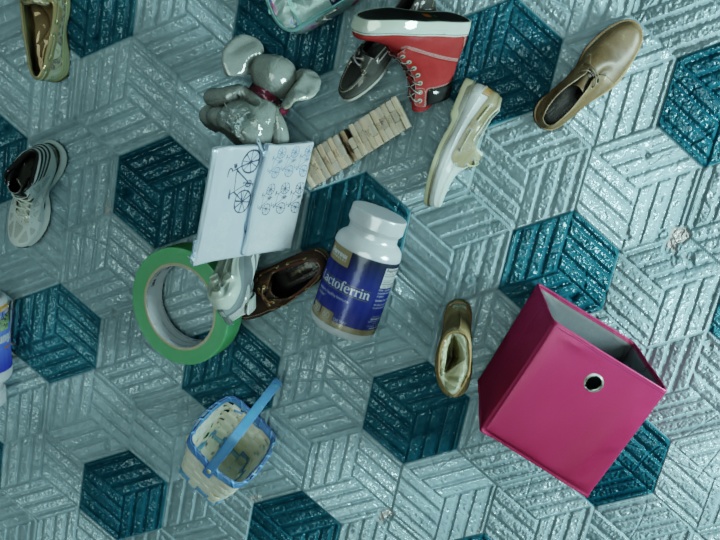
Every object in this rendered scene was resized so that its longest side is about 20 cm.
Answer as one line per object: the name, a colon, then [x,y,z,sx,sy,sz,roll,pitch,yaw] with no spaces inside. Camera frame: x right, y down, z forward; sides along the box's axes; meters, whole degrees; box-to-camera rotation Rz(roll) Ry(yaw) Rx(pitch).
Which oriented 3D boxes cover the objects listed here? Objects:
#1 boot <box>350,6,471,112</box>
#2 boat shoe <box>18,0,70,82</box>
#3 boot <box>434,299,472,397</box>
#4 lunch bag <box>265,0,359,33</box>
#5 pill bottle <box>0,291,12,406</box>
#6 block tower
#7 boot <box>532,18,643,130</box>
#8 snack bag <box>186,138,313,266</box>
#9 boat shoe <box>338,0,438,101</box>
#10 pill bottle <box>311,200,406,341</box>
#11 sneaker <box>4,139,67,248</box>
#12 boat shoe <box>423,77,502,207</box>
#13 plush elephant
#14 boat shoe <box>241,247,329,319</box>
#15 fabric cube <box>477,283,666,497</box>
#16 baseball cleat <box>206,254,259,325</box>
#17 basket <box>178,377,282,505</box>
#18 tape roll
boot: [0.065,-0.301,1.045,0.196,0.073,0.147,-7,127,-32]
boat shoe: [-0.516,-0.413,1.163,0.071,0.063,0.206,-2,102,10]
boot: [0.144,0.148,1.121,0.064,0.200,0.180,0,103,8]
lunch bag: [-0.092,-0.468,1.077,0.157,0.077,0.204,-24,98,13]
pill bottle: [-0.692,0.146,1.296,0.109,0.112,0.206,4,105,7]
block tower: [-0.013,-0.202,1.140,0.197,0.058,0.055,-29,98,16]
boot: [0.342,-0.285,1.056,0.074,0.076,0.200,43,104,-2]
snack bag: [-0.161,-0.104,1.075,0.021,0.198,0.193,33,118,32]
boat shoe: [0.031,-0.347,1.086,0.199,0.067,0.057,-43,138,9]
pill bottle: [0.000,0.000,1.154,0.113,0.116,0.204,20,105,3]
sneaker: [-0.577,-0.124,1.212,0.074,0.115,0.204,26,106,1]
boat shoe: [0.156,-0.188,1.107,0.067,0.075,0.204,22,105,8]
plush elephant: [-0.151,-0.263,1.098,0.163,0.200,0.156,37,83,-3]
boat shoe: [-0.141,0.025,1.205,0.198,0.070,0.071,-33,100,16]
fabric cube: [0.311,0.176,1.104,0.194,0.200,0.202,31,106,-1]
baseball cleat: [-0.196,-0.003,1.173,0.068,0.203,0.108,3,139,20]
basket: [-0.217,0.289,1.224,0.139,0.176,0.200,43,117,1]
tape roll: [-0.298,0.057,1.225,0.195,0.048,0.206,6,105,22]
